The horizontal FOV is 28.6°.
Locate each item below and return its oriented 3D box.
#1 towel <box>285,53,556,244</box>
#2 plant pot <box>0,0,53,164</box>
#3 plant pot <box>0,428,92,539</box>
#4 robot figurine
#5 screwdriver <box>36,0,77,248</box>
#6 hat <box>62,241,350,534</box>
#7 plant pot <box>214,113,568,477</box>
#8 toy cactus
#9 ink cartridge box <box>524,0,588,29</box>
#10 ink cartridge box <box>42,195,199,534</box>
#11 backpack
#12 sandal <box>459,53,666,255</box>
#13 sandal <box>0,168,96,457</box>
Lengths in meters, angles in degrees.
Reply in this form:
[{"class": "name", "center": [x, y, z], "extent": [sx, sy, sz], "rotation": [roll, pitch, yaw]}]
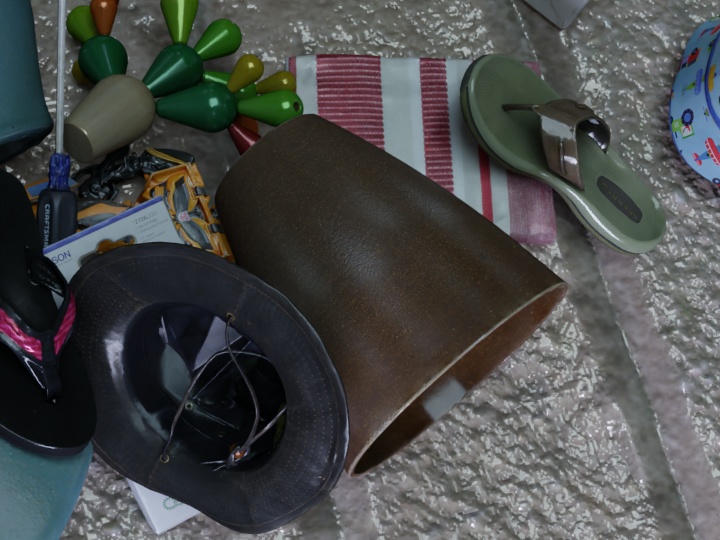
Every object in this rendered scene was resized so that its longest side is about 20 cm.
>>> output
[{"class": "towel", "center": [0.044, -0.090, 1.046], "extent": [0.200, 0.023, 0.144], "rotation": [1, 73, -12]}, {"class": "plant pot", "center": [-0.295, -0.147, 0.905], "extent": [0.200, 0.200, 0.188], "rotation": [-27, 94, -20]}, {"class": "plant pot", "center": [-0.271, 0.142, 0.814], "extent": [0.196, 0.196, 0.200], "rotation": [43, 54, 3]}, {"class": "robot figurine", "center": [-0.174, -0.008, 0.948], "extent": [0.200, 0.058, 0.145], "rotation": [-22, 81, -18]}, {"class": "screwdriver", "center": [-0.187, -0.090, 0.886], "extent": [0.028, 0.029, 0.200], "rotation": [-2, 102, -40]}, {"class": "hat", "center": [-0.083, 0.056, 0.855], "extent": [0.201, 0.201, 0.081], "rotation": [41, 36, 2]}, {"class": "plant pot", "center": [0.000, 0.000, 0.931], "extent": [0.187, 0.187, 0.200], "rotation": [-37, 77, -21]}, {"class": "toy cactus", "center": [-0.143, -0.123, 0.966], "extent": [0.200, 0.102, 0.165], "rotation": [34, 49, 14]}, {"class": "ink cartridge box", "center": [0.180, -0.304, 1.122], "extent": [0.116, 0.067, 0.200], "rotation": [38, 68, 1]}, {"class": "ink cartridge box", "center": [-0.132, 0.060, 0.909], "extent": [0.095, 0.037, 0.200], "rotation": [-26, 105, -16]}, {"class": "backpack", "center": [0.346, -0.131, 1.071], "extent": [0.200, 0.135, 0.183], "rotation": [24, 68, -2]}, {"class": "sandal", "center": [0.158, -0.092, 1.031], "extent": [0.201, 0.057, 0.080], "rotation": [37, 60, -15]}, {"class": "sandal", "center": [-0.200, 0.014, 0.813], "extent": [0.075, 0.045, 0.200], "rotation": [0, 58, -40]}]
